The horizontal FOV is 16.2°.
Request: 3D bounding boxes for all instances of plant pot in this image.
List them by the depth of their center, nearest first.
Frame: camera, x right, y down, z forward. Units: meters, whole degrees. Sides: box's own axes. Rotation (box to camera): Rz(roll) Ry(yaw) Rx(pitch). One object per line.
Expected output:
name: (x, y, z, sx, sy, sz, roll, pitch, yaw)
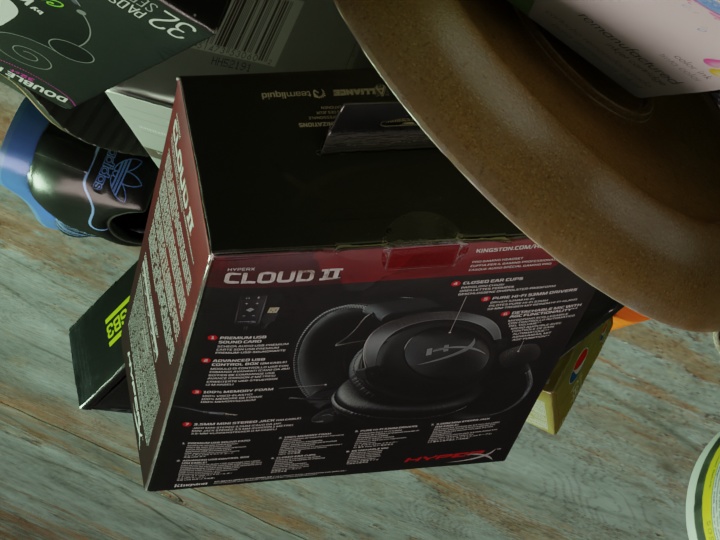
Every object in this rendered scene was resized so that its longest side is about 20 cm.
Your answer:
plant pot: (0.064, -0.067, 0.814, 0.200, 0.200, 0.027, 33, 118, -28)

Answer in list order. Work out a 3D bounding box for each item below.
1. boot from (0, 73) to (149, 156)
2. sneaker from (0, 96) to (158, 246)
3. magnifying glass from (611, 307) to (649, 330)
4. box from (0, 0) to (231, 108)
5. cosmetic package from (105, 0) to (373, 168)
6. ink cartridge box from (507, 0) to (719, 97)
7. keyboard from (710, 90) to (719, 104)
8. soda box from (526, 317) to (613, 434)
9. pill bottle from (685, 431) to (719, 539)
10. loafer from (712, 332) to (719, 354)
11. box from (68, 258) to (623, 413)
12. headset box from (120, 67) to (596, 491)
boot: (-0.166, -0.124, 1.151, 0.200, 0.078, 0.138, 28, -179, -35)
sneaker: (-0.118, -0.041, 1.247, 0.078, 0.070, 0.200, 24, -179, 9)
magnifying glass: (0.145, 0.008, 1.192, 0.079, 0.022, 0.200, 28, 161, -14)
box: (-0.135, -0.165, 0.852, 0.199, 0.125, 0.148, 28, 162, -20)
cosmetic package: (-0.024, -0.057, 1.101, 0.106, 0.091, 0.200, 13, 158, 22)
ink cartridge box: (0.114, -0.110, 0.702, 0.117, 0.068, 0.200, 32, 162, -28)
keyboard: (0.140, -0.063, 0.885, 0.104, 0.040, 0.200, 28, 174, -21)
soda box: (0.021, 0.001, 1.218, 0.199, 0.068, 0.064, 25, 163, 15)
pill bottle: (0.246, 0.112, 1.208, 0.112, 0.113, 0.200, 27, 163, -12)
loafer: (0.213, 0.022, 1.033, 0.076, 0.069, 0.200, 35, 154, -27)
box: (0.009, 0.007, 1.054, 0.199, 0.048, 0.193, 9, 143, -35)
headset box: (0.000, 0.000, 0.912, 0.148, 0.078, 0.200, -4, 150, -14)
